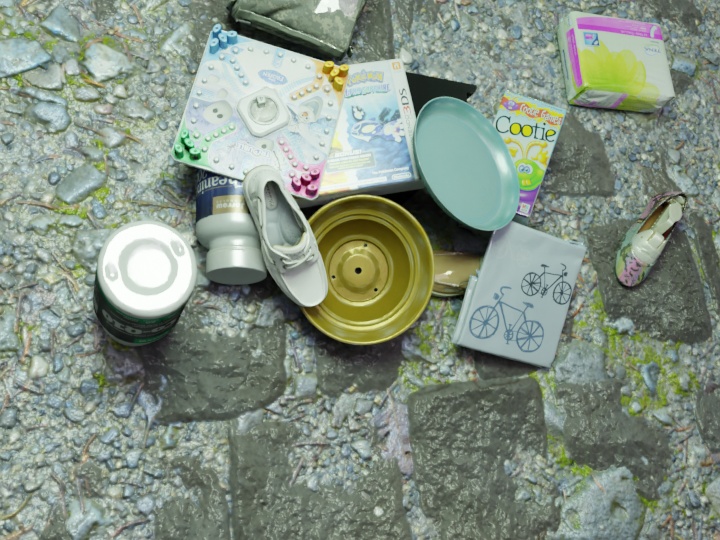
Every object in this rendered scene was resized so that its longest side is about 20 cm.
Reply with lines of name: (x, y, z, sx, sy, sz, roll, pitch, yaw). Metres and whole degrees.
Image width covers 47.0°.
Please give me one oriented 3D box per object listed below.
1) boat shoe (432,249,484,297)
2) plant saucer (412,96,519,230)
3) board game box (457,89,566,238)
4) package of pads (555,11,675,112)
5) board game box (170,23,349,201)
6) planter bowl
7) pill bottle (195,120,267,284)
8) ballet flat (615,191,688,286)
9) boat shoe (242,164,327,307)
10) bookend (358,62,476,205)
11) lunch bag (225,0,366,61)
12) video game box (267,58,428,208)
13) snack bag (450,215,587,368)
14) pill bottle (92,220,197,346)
boat shoe: (0.163, -0.002, 1.234, 0.197, 0.076, 0.073, 3, 73, -19)
plant saucer: (0.143, -0.145, 1.152, 0.198, 0.027, 0.203, 17, 60, -33)
board game box: (0.233, -0.157, 1.279, 0.102, 0.105, 0.202, 20, 66, 9)
package of pads: (0.448, -0.361, 1.452, 0.197, 0.068, 0.157, 1, 73, -19)
board game box: (-0.128, -0.212, 1.093, 0.197, 0.026, 0.203, 16, 71, -5)
planter bowl: (0.000, 0.000, 1.157, 0.197, 0.083, 0.204, 0, 88, -6)
pill bottle: (-0.168, -0.090, 1.121, 0.109, 0.111, 0.203, 3, 73, -19)
ballet flat: (0.487, -0.062, 1.373, 0.069, 0.071, 0.201, 40, 65, -5)
boat shoe: (-0.091, -0.033, 1.047, 0.070, 0.069, 0.202, -29, 114, -10)
bookend: (0.073, -0.187, 1.250, 0.197, 0.092, 0.202, 5, 74, -20)
lunch bag: (-0.085, -0.420, 1.236, 0.197, 0.139, 0.170, 20, 68, -12)
video game box: (-0.017, -0.192, 1.145, 0.197, 0.047, 0.185, -10, 75, -12)
snack bag: (0.236, 0.032, 1.222, 0.186, 0.021, 0.203, 15, 93, -27)
pill bottle: (-0.265, 0.024, 1.002, 0.111, 0.200, 0.115, 6, 72, -17)
